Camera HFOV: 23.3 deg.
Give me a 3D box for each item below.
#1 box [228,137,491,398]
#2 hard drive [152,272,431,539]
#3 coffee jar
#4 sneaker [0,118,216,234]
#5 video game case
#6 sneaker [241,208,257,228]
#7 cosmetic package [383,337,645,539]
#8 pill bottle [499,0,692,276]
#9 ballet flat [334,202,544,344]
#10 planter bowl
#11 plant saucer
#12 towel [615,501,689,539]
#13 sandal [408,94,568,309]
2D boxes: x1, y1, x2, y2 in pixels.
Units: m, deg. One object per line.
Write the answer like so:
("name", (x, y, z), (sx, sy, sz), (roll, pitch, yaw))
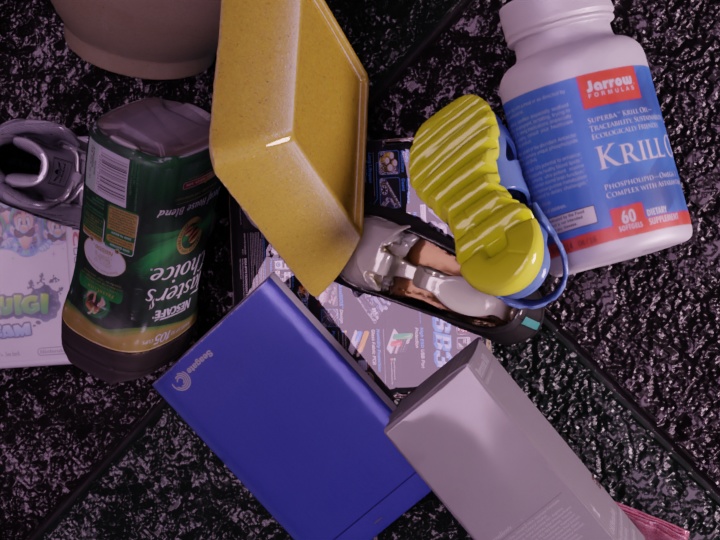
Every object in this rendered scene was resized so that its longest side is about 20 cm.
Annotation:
("box", (0.000, 0.000, 1.348), (0.197, 0.050, 0.201), (-3, 88, 12))
("hard drive", (-0.045, 0.118, 1.327), (0.132, 0.025, 0.200), (-41, 93, 21))
("coffee jar", (-0.160, -0.019, 1.285), (0.085, 0.104, 0.201), (26, 122, 21))
("sneaker", (-0.208, -0.062, 1.345), (0.199, 0.115, 0.076), (17, 87, -4))
("video game case", (-0.305, -0.011, 1.430), (0.199, 0.024, 0.183), (-4, 89, 12))
("sneaker", (-0.070, -0.134, 1.317), (0.073, 0.082, 0.201), (-11, 60, 7))
("cosmetic package", (0.113, 0.154, 1.255), (0.090, 0.107, 0.200), (-37, 94, 12))
("pill bottle", (0.165, -0.105, 1.277), (0.112, 0.112, 0.201), (-16, 87, 12))
("ballet flat", (0.041, -0.003, 1.280), (0.199, 0.068, 0.068), (20, 93, 13))
("planter bowl", (-0.158, -0.229, 1.328), (0.199, 0.200, 0.135), (20, 121, 12))
("plant saucer", (-0.040, -0.113, 1.227), (0.048, 0.200, 0.201), (-8, 60, 17))
("towel", (0.151, 0.265, 1.325), (0.143, 0.023, 0.201), (18, 94, 13))
("sandal", (0.094, -0.043, 1.247), (0.079, 0.087, 0.201), (-32, 46, 19))
